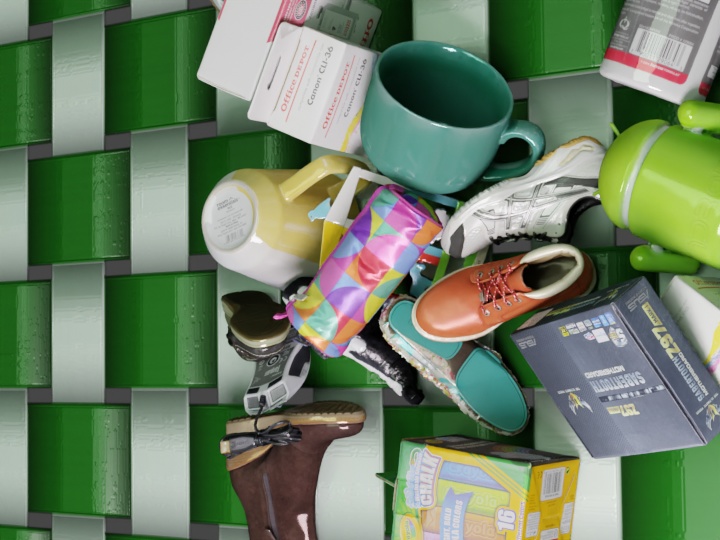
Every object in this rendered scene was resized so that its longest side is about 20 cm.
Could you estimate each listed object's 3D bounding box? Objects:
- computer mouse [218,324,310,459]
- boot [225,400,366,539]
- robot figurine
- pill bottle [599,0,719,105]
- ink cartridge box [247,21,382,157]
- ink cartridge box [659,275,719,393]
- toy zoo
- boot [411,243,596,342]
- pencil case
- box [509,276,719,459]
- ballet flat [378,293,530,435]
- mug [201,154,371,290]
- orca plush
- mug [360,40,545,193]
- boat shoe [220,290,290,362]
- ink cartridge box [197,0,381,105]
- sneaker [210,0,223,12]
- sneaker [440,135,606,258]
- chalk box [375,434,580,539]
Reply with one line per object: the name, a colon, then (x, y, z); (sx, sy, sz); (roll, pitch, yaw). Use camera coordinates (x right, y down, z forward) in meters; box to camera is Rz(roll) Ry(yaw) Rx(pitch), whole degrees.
computer mouse: (-0.094, 0.139, 1.613); (0.109, 0.200, 0.044); (-24, 119, 31)
boot: (-0.064, 0.243, 1.638); (0.199, 0.072, 0.167); (-12, 93, 31)
robot figurine: (0.319, -0.075, 1.361); (0.199, 0.115, 0.176); (25, 114, 29)
pill bottle: (0.319, -0.268, 1.377); (0.110, 0.110, 0.201); (26, 101, 31)
ink cartridge box: (-0.027, -0.195, 1.546); (0.067, 0.200, 0.117); (26, 101, 31)
ink cartridge box: (0.347, 0.064, 1.335); (0.200, 0.117, 0.068); (40, 110, 28)
toy zoo: (0.038, -0.032, 1.538); (0.199, 0.020, 0.132); (17, 98, -1)
boot: (0.141, 0.018, 1.440); (0.199, 0.107, 0.075); (-19, 80, 9)
pencil case: (0.000, 0.000, 1.488); (0.088, 0.088, 0.200); (45, 102, 27)
box: (0.246, 0.099, 1.347); (0.158, 0.051, 0.200); (55, 156, -5)
ballet flat: (0.101, 0.101, 1.517); (0.200, 0.064, 0.076); (44, 76, 2)
mug: (-0.094, -0.068, 1.607); (0.149, 0.153, 0.187); (32, 103, 34)
orca plush: (0.002, 0.064, 1.561); (0.200, 0.105, 0.071); (48, 127, 24)
mug: (0.085, -0.145, 1.496); (0.185, 0.151, 0.115); (49, 140, 29)
boat shoe: (-0.119, 0.073, 1.629); (0.201, 0.071, 0.066); (-140, 41, -70)
ink cartridge box: (-0.075, -0.258, 1.582); (0.083, 0.200, 0.147); (26, 101, 27)
sneaker: (-0.144, -0.405, 1.713); (0.108, 0.070, 0.201); (-26, 71, 31)
sneaker: (0.178, -0.056, 1.465); (0.199, 0.076, 0.088); (-32, 76, 16)
chalk box: (0.111, 0.243, 1.476); (0.199, 0.124, 0.125); (5, 90, 34)
